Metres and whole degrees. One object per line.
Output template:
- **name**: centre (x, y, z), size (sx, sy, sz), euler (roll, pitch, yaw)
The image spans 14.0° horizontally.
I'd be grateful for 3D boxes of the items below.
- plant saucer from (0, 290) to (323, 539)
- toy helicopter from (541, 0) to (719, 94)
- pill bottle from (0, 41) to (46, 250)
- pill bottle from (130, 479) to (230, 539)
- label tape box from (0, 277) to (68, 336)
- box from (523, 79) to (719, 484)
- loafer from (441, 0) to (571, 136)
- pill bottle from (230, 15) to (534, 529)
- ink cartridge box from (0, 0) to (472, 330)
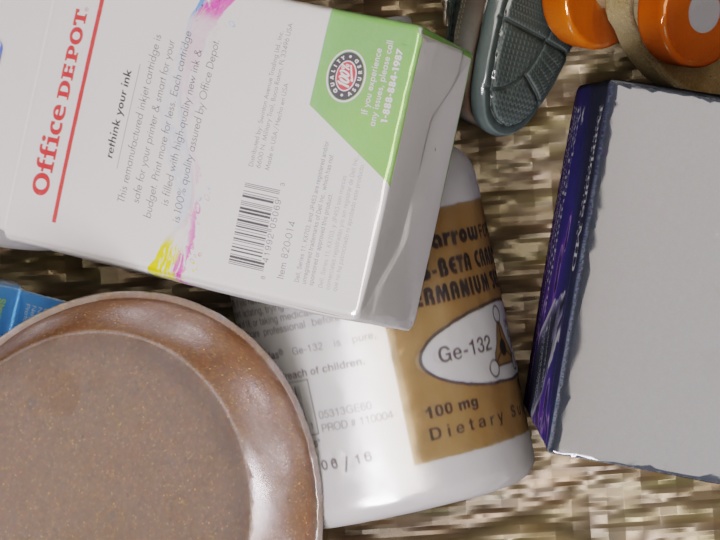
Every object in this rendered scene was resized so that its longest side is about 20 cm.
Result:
- **plant saucer**: centre (-0.104, 0.106, 1.149), size (0.199, 0.034, 0.202), euler (-5, 99, -37)
- **toy helicopter**: centre (0.162, -0.172, 1.241), size (0.132, 0.079, 0.202), euler (9, 94, -38)
- **pill bottle**: centre (-0.161, -0.116, 1.242), size (0.111, 0.112, 0.202), euler (10, 93, 1)
- **pill bottle**: centre (-0.108, 0.126, 1.243), size (0.119, 0.120, 0.202), euler (9, 92, 1)
- **label tape box**: centre (-0.217, 0.061, 1.222), size (0.199, 0.066, 0.144), euler (14, 92, 41)
- **box**: centre (0.132, 0.002, 1.192), size (0.104, 0.200, 0.149), euler (10, 92, 0)
- **loafer**: centre (0.068, -0.159, 1.266), size (0.063, 0.072, 0.201), euler (15, 88, 33)
- **pill bottle**: centre (0.000, 0.000, 1.239), size (0.114, 0.114, 0.202), euler (-12, 91, 2)
- **ink cartridge box**: centre (-0.067, -0.055, 1.168), size (0.199, 0.067, 0.118), euler (14, 91, 21)
